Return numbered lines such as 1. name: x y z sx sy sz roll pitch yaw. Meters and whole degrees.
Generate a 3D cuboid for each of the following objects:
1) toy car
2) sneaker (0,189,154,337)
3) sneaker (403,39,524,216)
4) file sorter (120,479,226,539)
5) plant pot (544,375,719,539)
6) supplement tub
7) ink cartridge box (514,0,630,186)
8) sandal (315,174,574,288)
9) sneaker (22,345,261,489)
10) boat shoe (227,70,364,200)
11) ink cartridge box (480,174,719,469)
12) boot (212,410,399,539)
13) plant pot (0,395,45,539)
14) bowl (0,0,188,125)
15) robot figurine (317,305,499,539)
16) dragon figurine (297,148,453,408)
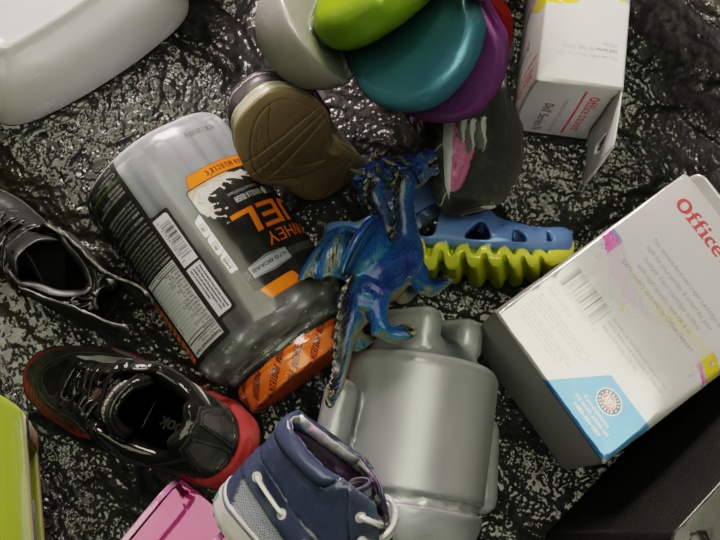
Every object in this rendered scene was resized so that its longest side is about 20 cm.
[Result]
1. toy car: 0.039 -0.172 0.853 0.175 0.200 0.150 -28 107 21
2. sneaker: -0.237 -0.013 0.930 0.199 0.104 0.060 34 78 4
3. sneaker: 0.070 -0.123 0.977 0.080 0.086 0.201 32 50 -34
4. file sorter: -0.095 0.257 0.870 0.200 0.125 0.139 39 78 5
5. plant pot: 0.278 0.191 0.881 0.199 0.177 0.200 -43 85 -10
6. supplement tub: -0.097 -0.004 0.928 0.122 0.123 0.200 -35 83 -10
7. ink cartridge box: 0.162 -0.177 0.983 0.067 0.117 0.201 7 77 -1
8. sandal: 0.065 -0.035 0.970 0.199 0.080 0.087 5 73 -4
9. sneaker: -0.168 0.091 0.893 0.200 0.098 0.071 18 79 27
10. boat shoe: -0.055 -0.103 0.920 0.072 0.200 0.065 -40 72 8
11. ink cartridge box: 0.204 0.035 0.936 0.200 0.125 0.129 -34 82 -10
12. boot: 0.000 0.185 0.817 0.200 0.073 0.090 41 115 5
13. plant pot: -0.303 0.179 0.843 0.181 0.200 0.200 -5 78 -12
14. bowl: -0.256 -0.237 0.994 0.199 0.075 0.200 -35 83 -9
15. robot figurine: 0.037 0.129 0.912 0.169 0.113 0.201 18 74 -32
16. dragon figurine: 0.000 0.000 0.868 0.100 0.059 0.200 53 56 -19
